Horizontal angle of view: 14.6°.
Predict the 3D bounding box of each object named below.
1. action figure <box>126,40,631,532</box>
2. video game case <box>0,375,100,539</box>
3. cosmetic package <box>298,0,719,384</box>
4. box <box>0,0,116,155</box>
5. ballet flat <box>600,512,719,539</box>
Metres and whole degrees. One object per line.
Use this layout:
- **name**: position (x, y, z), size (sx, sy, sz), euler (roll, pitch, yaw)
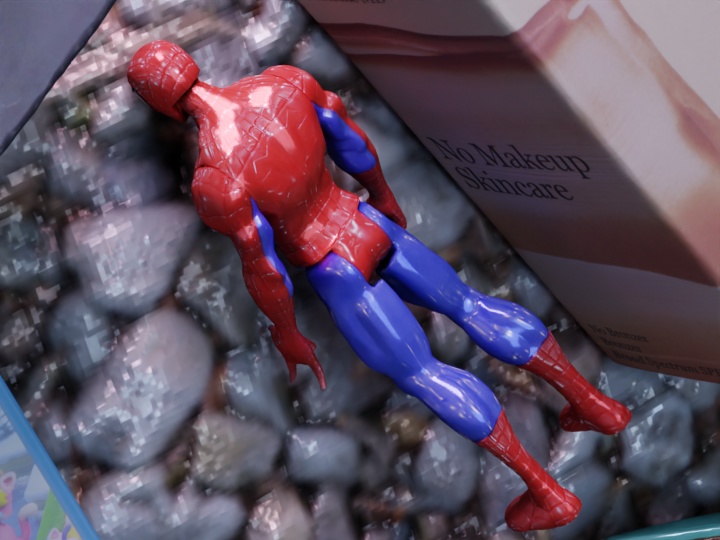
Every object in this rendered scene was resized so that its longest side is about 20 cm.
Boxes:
- **action figure**: position (0.000, 0.000, 0.871), size (0.200, 0.052, 0.065), euler (46, 65, -25)
- **video game case**: position (-0.164, 0.057, 0.782), size (0.143, 0.018, 0.200), euler (-39, 116, -24)
- **cosmetic package**: position (0.079, -0.058, 0.885), size (0.200, 0.103, 0.087), euler (47, 69, -28)
- **box**: position (-0.173, -0.094, 0.683), size (0.197, 0.117, 0.200), euler (41, 72, -23)
- **ballet flat**: position (0.177, 0.102, 0.975), size (0.200, 0.074, 0.074), euler (-13, 104, -18)
